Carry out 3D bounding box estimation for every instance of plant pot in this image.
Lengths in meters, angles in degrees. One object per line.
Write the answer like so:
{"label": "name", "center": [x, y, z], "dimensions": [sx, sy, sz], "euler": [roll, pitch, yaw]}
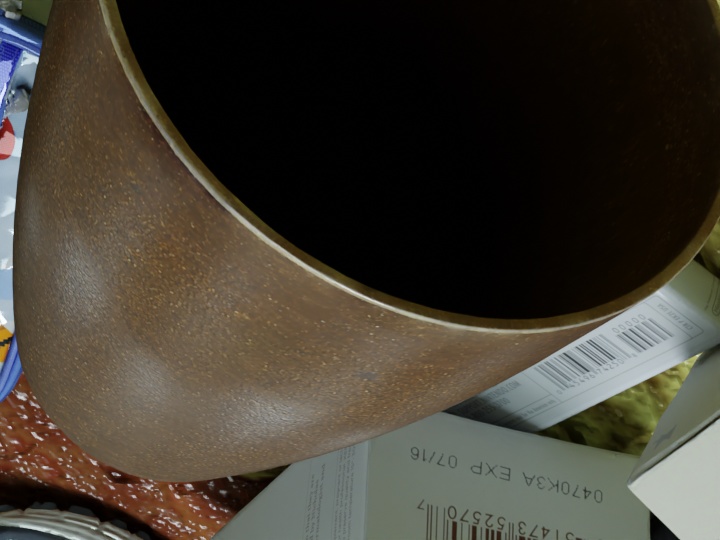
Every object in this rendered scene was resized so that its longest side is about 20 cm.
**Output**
{"label": "plant pot", "center": [-0.023, -0.022, 0.757], "dimensions": [0.187, 0.187, 0.200], "euler": [29, 143, -11]}

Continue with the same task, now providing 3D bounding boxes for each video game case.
{"label": "video game case", "center": [0.000, 0.000, 0.917], "dimensions": [0.182, 0.023, 0.200], "euler": [36, 142, -20]}

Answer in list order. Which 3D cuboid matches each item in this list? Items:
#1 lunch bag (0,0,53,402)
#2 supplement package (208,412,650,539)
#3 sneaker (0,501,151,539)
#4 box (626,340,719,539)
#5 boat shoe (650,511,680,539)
{"label": "lunch bag", "center": [-0.155, -0.045, 0.873], "dimensions": [0.160, 0.076, 0.200], "euler": [24, 135, -2]}
{"label": "supplement package", "center": [0.011, 0.144, 0.987], "dimensions": [0.117, 0.118, 0.200], "euler": [14, 150, -21]}
{"label": "sneaker", "center": [-0.096, 0.169, 1.125], "dimensions": [0.200, 0.086, 0.078], "euler": [26, 143, -8]}
{"label": "box", "center": [0.187, 0.101, 0.858], "dimensions": [0.200, 0.082, 0.068], "euler": [44, 130, -6]}
{"label": "boat shoe", "center": [0.112, 0.133, 0.999], "dimensions": [0.074, 0.060, 0.200], "euler": [34, 142, -17]}
